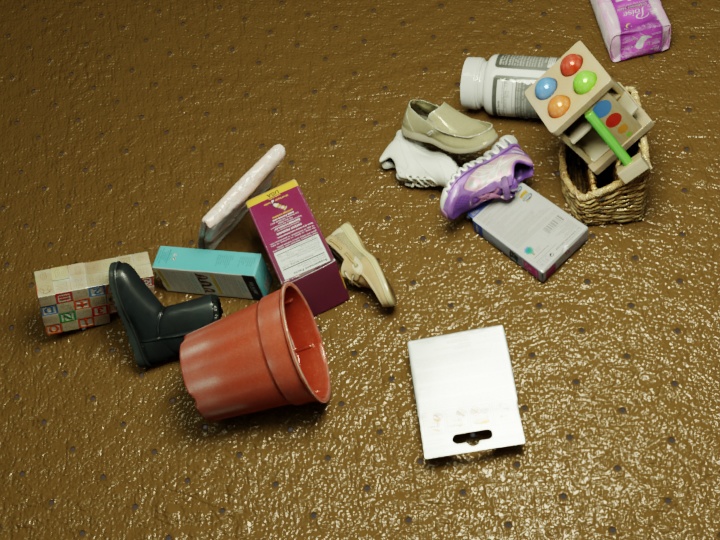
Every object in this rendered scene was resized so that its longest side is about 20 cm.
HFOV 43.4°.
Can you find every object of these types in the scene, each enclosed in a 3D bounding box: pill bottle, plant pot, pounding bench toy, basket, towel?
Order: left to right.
[{"bbox_3d":[-0.219,-0.126,1.643,0.032,0.191,0.200,40,70,-1],"label":"towel"},{"bbox_3d":[-0.173,0.144,1.460,0.193,0.201,0.202,-18,55,10],"label":"plant pot"},{"bbox_3d":[0.296,-0.348,1.709,0.198,0.114,0.115,8,60,17],"label":"pill bottle"},{"bbox_3d":[0.379,-0.246,1.461,0.124,0.155,0.201,-42,40,21],"label":"pounding bench toy"},{"bbox_3d":[0.416,-0.199,1.567,0.141,0.149,0.202,-3,58,10],"label":"basket"}]

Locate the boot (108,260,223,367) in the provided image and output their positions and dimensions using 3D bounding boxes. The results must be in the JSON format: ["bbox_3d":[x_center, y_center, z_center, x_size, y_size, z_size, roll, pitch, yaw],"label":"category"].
[{"bbox_3d":[-0.325,0.061,1.552,0.166,0.202,0.076,-14,16,4],"label":"boot"}]

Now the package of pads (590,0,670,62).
[{"bbox_3d":[0.528,-0.514,1.789,0.119,0.076,0.202,-12,56,8],"label":"package of pads"}]

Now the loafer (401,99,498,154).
[{"bbox_3d":[0.153,-0.262,1.621,0.199,0.069,0.076,16,43,34],"label":"loafer"}]

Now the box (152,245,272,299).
[{"bbox_3d":[-0.265,0.004,1.624,0.198,0.083,0.050,5,58,15],"label":"box"}]

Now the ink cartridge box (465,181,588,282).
[{"bbox_3d":[0.285,-0.081,1.584,0.119,0.042,0.200,-41,60,-14],"label":"ink cartridge box"}]

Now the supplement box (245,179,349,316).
[{"bbox_3d":[-0.111,-0.036,1.587,0.102,0.131,0.201,-24,57,-4],"label":"supplement box"}]

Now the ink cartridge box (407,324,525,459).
[{"bbox_3d":[0.165,0.195,1.435,0.161,0.057,0.202,-10,65,5],"label":"ink cartridge box"}]

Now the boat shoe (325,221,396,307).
[{"bbox_3d":[0.000,0.000,1.582,0.064,0.071,0.201,-32,49,-2],"label":"boat shoe"}]

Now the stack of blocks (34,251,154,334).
[{"bbox_3d":[-0.473,0.041,1.624,0.198,0.116,0.059,-11,54,-17],"label":"stack of blocks"}]

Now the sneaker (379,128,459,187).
[{"bbox_3d":[0.118,-0.184,1.677,0.087,0.075,0.200,-47,51,-10],"label":"sneaker"}]

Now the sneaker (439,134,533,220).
[{"bbox_3d":[0.226,-0.152,1.576,0.200,0.081,0.088,-39,59,-16],"label":"sneaker"}]
